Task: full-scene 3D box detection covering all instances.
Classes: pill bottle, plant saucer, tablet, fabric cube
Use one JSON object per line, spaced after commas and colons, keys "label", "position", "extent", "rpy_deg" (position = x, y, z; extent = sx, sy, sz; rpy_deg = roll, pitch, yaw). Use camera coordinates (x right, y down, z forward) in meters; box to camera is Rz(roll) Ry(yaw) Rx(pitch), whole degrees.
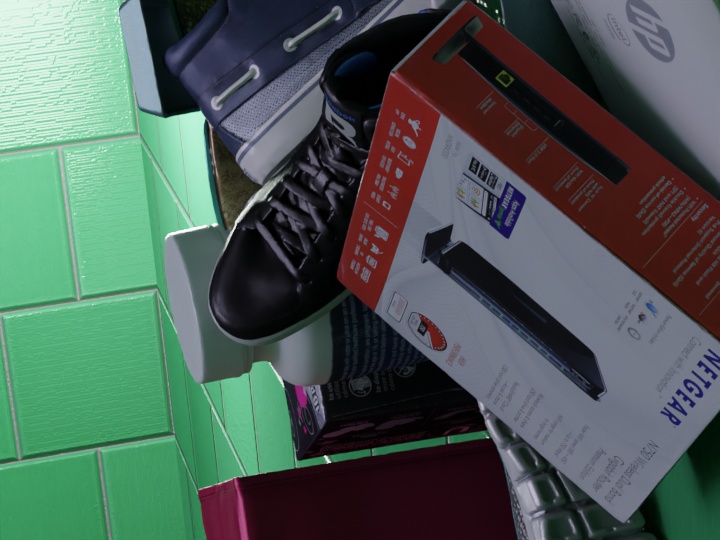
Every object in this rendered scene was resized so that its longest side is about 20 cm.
{"label": "pill bottle", "position": [0.000, 0.000, 1.078], "extent": [0.111, 0.199, 0.111], "rpy_deg": [168, 90, -76]}
{"label": "plant saucer", "position": [-0.101, -0.125, 1.149], "extent": [0.200, 0.019, 0.070], "rpy_deg": [-37, -64, -79]}
{"label": "tablet", "position": [0.105, -0.094, 0.754], "extent": [0.200, 0.014, 0.130], "rpy_deg": [59, 167, -16]}
{"label": "plant saucer", "position": [0.083, -0.127, 0.899], "extent": [0.200, 0.036, 0.201], "rpy_deg": [-9, -90, -83]}
{"label": "fabric cube", "position": [0.024, 0.205, 1.137], "extent": [0.200, 0.196, 0.200], "rpy_deg": [141, 121, -77]}

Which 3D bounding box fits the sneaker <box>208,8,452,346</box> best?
{"label": "sneaker", "position": [-0.014, -0.052, 0.954], "extent": [0.073, 0.200, 0.112], "rpy_deg": [46, -175, 20]}

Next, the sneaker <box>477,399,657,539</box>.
{"label": "sneaker", "position": [0.097, 0.097, 1.016], "extent": [0.091, 0.077, 0.201], "rpy_deg": [112, 149, -75]}

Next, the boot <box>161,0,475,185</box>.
{"label": "boot", "position": [-0.010, -0.141, 1.036], "extent": [0.090, 0.200, 0.073], "rpy_deg": [49, -170, 5]}

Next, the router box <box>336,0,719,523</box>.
{"label": "router box", "position": [0.081, 0.004, 0.841], "extent": [0.179, 0.049, 0.200], "rpy_deg": [40, 157, 11]}

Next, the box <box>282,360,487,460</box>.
{"label": "box", "position": [0.010, 0.000, 1.206], "extent": [0.115, 0.132, 0.201], "rpy_deg": [117, 143, -69]}

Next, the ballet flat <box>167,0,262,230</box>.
{"label": "ballet flat", "position": [-0.060, -0.098, 1.112], "extent": [0.071, 0.065, 0.201], "rpy_deg": [-55, -47, -70]}
